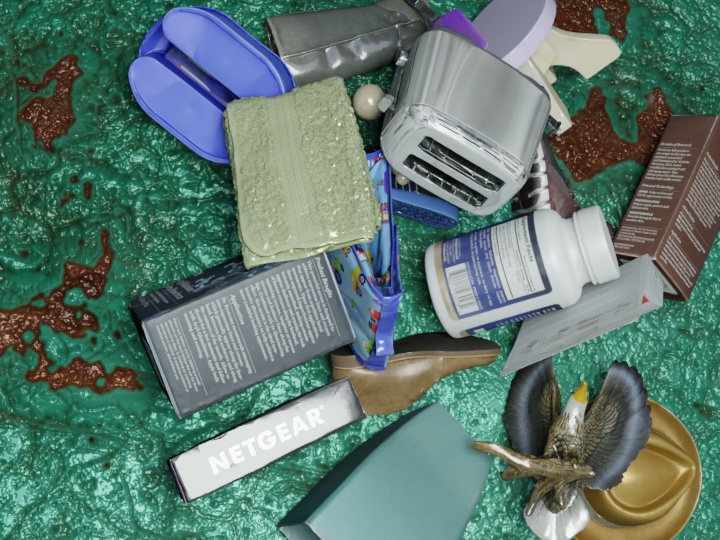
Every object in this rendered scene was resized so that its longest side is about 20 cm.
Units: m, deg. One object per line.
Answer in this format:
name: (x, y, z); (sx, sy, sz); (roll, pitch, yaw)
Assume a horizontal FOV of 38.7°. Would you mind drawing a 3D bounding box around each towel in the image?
towel: (-0.062, -0.103, 1.038); (0.146, 0.037, 0.203); (-13, 63, 3)

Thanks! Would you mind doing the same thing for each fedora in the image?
fedora: (0.318, 0.236, 1.183); (0.197, 0.082, 0.204); (2, 81, -12)

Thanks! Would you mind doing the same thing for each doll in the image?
doll: (0.076, -0.143, 1.153); (0.199, 0.048, 0.137); (35, 62, -3)

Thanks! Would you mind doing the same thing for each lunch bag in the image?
lunch bag: (0.000, 0.000, 1.086); (0.093, 0.151, 0.202); (-7, 59, -12)

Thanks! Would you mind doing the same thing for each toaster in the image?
toaster: (0.113, -0.149, 1.074); (0.198, 0.114, 0.130); (29, 57, -13)

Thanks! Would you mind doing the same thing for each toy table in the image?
toy table: (0.193, -0.239, 1.184); (0.117, 0.183, 0.201); (46, 36, -22)

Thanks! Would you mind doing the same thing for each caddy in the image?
caddy: (-0.163, -0.205, 1.147); (0.199, 0.105, 0.142); (39, 99, -4)

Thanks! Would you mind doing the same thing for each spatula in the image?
spatula: (0.073, -0.303, 1.184); (0.056, 0.021, 0.201); (-40, 55, 6)

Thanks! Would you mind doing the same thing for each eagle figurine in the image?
eagle figurine: (0.226, 0.176, 1.114); (0.151, 0.200, 0.152); (-41, 89, 27)

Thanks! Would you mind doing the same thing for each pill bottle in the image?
pill bottle: (0.180, -0.003, 1.138); (0.197, 0.111, 0.113); (-17, 83, 18)

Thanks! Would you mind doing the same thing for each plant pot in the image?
plant pot: (0.038, 0.246, 1.096); (0.141, 0.141, 0.200); (45, 68, -2)

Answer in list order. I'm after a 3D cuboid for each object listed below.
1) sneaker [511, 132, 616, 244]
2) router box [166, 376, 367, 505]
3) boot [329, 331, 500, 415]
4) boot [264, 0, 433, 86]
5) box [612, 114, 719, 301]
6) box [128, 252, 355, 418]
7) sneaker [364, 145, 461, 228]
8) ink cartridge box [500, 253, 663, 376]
sneaker: (0.248, -0.074, 1.234); (0.114, 0.076, 0.203); (-7, 92, -19)
router box: (-0.103, 0.177, 1.070); (0.198, 0.149, 0.052); (-24, 85, -14)
boot: (0.064, 0.116, 1.167); (0.197, 0.074, 0.077); (-7, 100, -9)
boot: (0.004, -0.240, 1.203); (0.197, 0.073, 0.184); (-17, 71, -21)
box: (0.385, -0.078, 1.237); (0.100, 0.074, 0.202); (41, 73, -38)
box: (-0.128, 0.053, 1.075); (0.198, 0.148, 0.108); (-23, 102, -15)
sneaker: (0.032, -0.116, 1.194); (0.197, 0.070, 0.079); (20, 71, -13)
ink cartridge box: (0.243, 0.063, 1.108); (0.161, 0.200, 0.057); (-27, 103, 24)
